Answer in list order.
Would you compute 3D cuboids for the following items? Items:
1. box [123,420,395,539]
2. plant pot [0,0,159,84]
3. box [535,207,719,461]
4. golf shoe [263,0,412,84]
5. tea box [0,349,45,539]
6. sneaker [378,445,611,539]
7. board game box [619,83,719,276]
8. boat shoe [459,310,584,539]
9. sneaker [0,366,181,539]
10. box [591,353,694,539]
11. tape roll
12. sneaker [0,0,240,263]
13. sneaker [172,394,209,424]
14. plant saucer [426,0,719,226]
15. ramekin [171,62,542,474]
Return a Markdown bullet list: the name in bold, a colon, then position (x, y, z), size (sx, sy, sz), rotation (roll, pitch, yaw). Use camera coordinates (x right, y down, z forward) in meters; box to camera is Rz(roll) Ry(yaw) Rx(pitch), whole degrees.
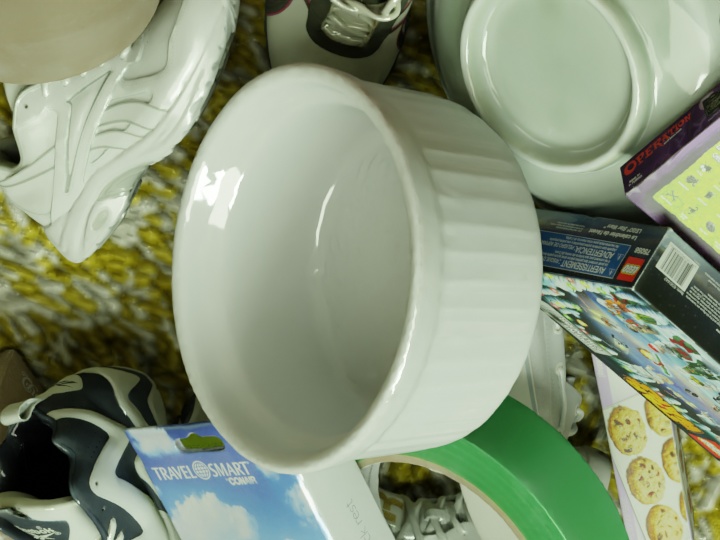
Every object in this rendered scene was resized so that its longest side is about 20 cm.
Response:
- **box**: position (-0.037, 0.157, 1.374), size (0.122, 0.048, 0.201), rotation (-9, 113, 44)
- **plant pot**: position (-0.168, -0.191, 1.206), size (0.199, 0.201, 0.174), rotation (-3, 140, 11)
- **box**: position (0.172, 0.043, 1.289), size (0.200, 0.137, 0.040), rotation (39, 77, -27)
- **golf shoe**: position (-0.007, -0.145, 1.259), size (0.077, 0.088, 0.201), rotation (15, 127, -4)
- **tea box**: position (-0.246, 0.186, 1.493), size (0.196, 0.134, 0.200), rotation (-22, 118, 21)
- **sneaker**: position (0.049, 0.153, 1.464), size (0.115, 0.074, 0.200), rotation (31, 124, -16)
- **board game box**: position (0.236, -0.024, 1.219), size (0.200, 0.032, 0.120), rotation (38, 120, -26)
- **boat shoe**: position (0.091, 0.071, 1.385), size (0.072, 0.068, 0.201), rotation (7, 112, 58)
- **sneaker**: position (-0.152, 0.155, 1.386), size (0.079, 0.129, 0.200), rotation (-10, 87, 34)
- **box**: position (0.157, 0.077, 1.414), size (0.041, 0.039, 0.201), rotation (-6, 123, 10)
- **tape roll**: position (0.054, 0.152, 1.365), size (0.200, 0.048, 0.201), rotation (21, 130, 28)
- **sneaker**: position (-0.138, -0.094, 1.322), size (0.099, 0.078, 0.200), rotation (33, 122, -10)
- **sneaker**: position (-0.042, 0.074, 1.435), size (0.079, 0.078, 0.200), rotation (21, 134, -24)
- **plant saucer**: position (0.105, -0.106, 1.237), size (0.199, 0.050, 0.201), rotation (19, 123, 31)
- **ramekin**: position (0.000, 0.000, 1.255), size (0.097, 0.201, 0.201), rotation (3, 135, -40)
